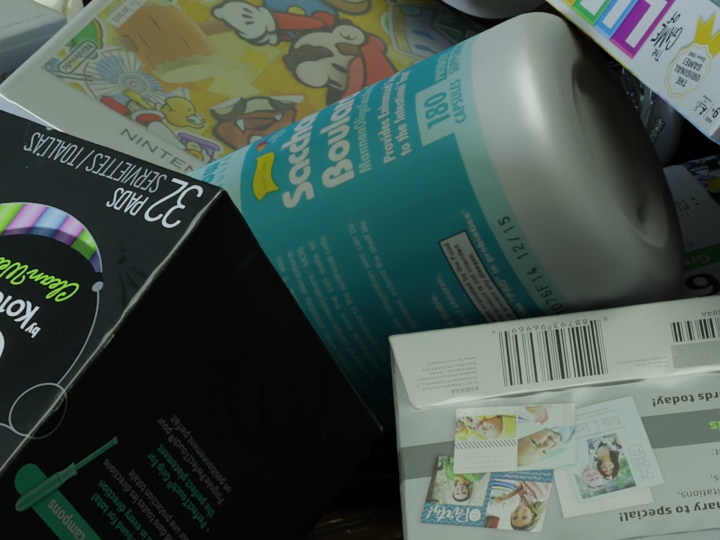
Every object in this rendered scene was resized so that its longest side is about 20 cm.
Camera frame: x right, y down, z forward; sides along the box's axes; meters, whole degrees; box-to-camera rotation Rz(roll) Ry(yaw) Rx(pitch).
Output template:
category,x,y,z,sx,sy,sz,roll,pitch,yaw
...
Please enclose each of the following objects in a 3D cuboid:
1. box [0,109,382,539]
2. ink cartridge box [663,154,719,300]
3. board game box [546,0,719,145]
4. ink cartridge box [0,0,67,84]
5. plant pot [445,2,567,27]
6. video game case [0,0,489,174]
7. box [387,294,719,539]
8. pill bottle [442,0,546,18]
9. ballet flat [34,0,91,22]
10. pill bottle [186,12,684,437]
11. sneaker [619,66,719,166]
category,x,y,z,sx,sy,sz,roll,pitch,yaw
box,-0.121,0.068,0.775,0.148,0.124,0.200,20,64,39
ink cartridge box,0.150,0.023,0.906,0.109,0.050,0.200,-15,30,-9
board game box,0.126,-0.067,0.898,0.034,0.134,0.200,-54,32,10
ink cartridge box,-0.235,-0.085,1.083,0.162,0.050,0.200,-23,29,-32
plant pot,0.079,-0.200,1.266,0.201,0.093,0.201,-7,29,4
video game case,-0.023,-0.066,1.052,0.182,0.023,0.200,30,40,7
box,0.091,0.092,0.774,0.156,0.041,0.200,-8,43,3
pill bottle,0.009,-0.196,1.134,0.114,0.114,0.200,-28,44,-29
ballet flat,-0.142,-0.107,1.183,0.068,0.067,0.200,15,32,-4
pill bottle,0.000,0.000,0.900,0.200,0.111,0.111,-25,25,20
sneaker,0.148,-0.110,1.121,0.091,0.076,0.200,2,43,-6
